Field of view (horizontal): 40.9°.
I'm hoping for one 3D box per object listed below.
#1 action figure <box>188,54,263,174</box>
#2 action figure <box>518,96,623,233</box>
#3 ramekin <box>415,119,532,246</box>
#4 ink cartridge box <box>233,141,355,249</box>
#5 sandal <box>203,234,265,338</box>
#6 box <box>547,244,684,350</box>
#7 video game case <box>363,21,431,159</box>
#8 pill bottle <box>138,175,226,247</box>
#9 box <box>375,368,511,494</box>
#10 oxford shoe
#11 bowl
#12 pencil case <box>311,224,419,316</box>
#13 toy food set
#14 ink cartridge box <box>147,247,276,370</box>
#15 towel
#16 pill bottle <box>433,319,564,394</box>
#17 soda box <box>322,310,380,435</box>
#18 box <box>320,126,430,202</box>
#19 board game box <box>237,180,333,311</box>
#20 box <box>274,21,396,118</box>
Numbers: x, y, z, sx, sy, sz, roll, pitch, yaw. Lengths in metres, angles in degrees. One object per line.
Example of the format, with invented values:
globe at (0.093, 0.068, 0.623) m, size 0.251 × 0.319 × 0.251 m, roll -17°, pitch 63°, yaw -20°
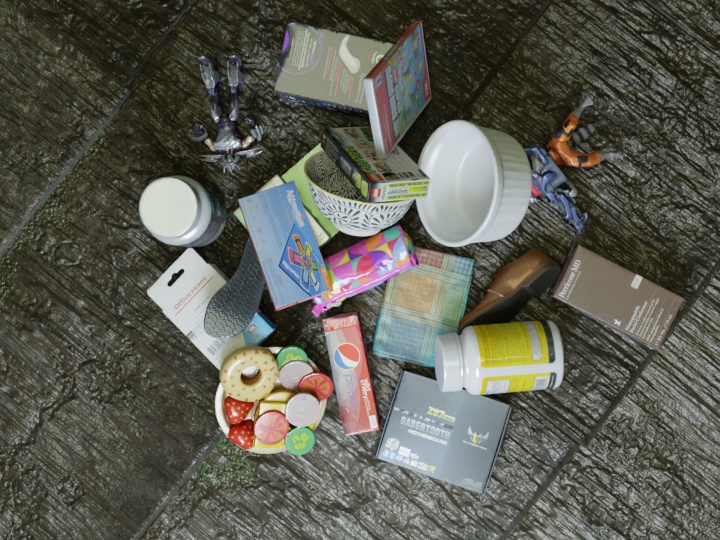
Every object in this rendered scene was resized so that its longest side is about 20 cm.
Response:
action figure at (-0.234, -0.265, 1.660) m, size 0.129 × 0.069 × 0.203 m, roll -6°, pitch 92°, yaw -2°
action figure at (0.341, -0.169, 1.633) m, size 0.192 × 0.105 × 0.201 m, roll -31°, pitch 115°, yaw 9°
ramekin at (0.186, -0.139, 1.574) m, size 0.097 × 0.200 × 0.203 m, roll 0°, pitch 89°, yaw -36°
ink cartridge box at (-0.097, -0.109, 1.662) m, size 0.200 × 0.048 × 0.146 m, roll -40°, pitch 88°, yaw 4°
sandal at (-0.194, 0.030, 1.609) m, size 0.076 × 0.043 × 0.201 m, roll 31°, pitch 70°, yaw -6°
box at (0.427, 0.043, 1.619) m, size 0.198 × 0.075 × 0.101 m, roll 26°, pitch 91°, yaw 5°
video game case at (0.063, -0.293, 1.563) m, size 0.017 × 0.201 × 0.144 m, roll 9°, pitch 132°, yaw 25°
pill bottle at (-0.293, -0.096, 1.594) m, size 0.112 × 0.200 × 0.115 m, roll 0°, pitch 90°, yaw 3°
box at (0.141, 0.272, 1.643) m, size 0.198 × 0.051 × 0.159 m, roll 18°, pitch 89°, yaw 3°
oxford shoe at (0.241, 0.039, 1.641) m, size 0.199 × 0.071 × 0.071 m, roll -38°, pitch 55°, yaw 3°
bowl at (0.001, -0.119, 1.599) m, size 0.198 × 0.201 × 0.095 m, roll 10°, pitch 122°, yaw 3°
pencil case at (0.000, 0.000, 1.629) m, size 0.199 × 0.088 × 0.089 m, roll -28°, pitch 88°, yaw 9°
toy food set at (-0.146, 0.220, 1.629) m, size 0.196 × 0.049 × 0.202 m, roll 5°, pitch 104°, yaw -16°
ink cartridge box at (-0.255, 0.069, 1.657) m, size 0.116 × 0.068 × 0.200 m, roll -45°, pitch 88°, yaw 1°
towel at (0.108, 0.063, 1.661) m, size 0.145 × 0.022 × 0.202 m, roll 13°, pitch 90°, yaw 3°
pill bottle at (0.227, 0.145, 1.597) m, size 0.198 × 0.114 × 0.116 m, roll -4°, pitch 89°, yaw -5°
soda box at (-0.014, 0.173, 1.642) m, size 0.063 × 0.070 × 0.202 m, roll -11°, pitch 90°, yaw 4°
box at (0.021, -0.177, 1.574) m, size 0.109 × 0.200 × 0.035 m, roll -6°, pitch 125°, yaw -24°
board game box at (-0.125, -0.042, 1.602) m, size 0.102 × 0.019 × 0.202 m, roll -19°, pitch 75°, yaw -7°
box at (-0.033, -0.333, 1.629) m, size 0.198 × 0.106 × 0.124 m, roll 12°, pitch 92°, yaw 3°
